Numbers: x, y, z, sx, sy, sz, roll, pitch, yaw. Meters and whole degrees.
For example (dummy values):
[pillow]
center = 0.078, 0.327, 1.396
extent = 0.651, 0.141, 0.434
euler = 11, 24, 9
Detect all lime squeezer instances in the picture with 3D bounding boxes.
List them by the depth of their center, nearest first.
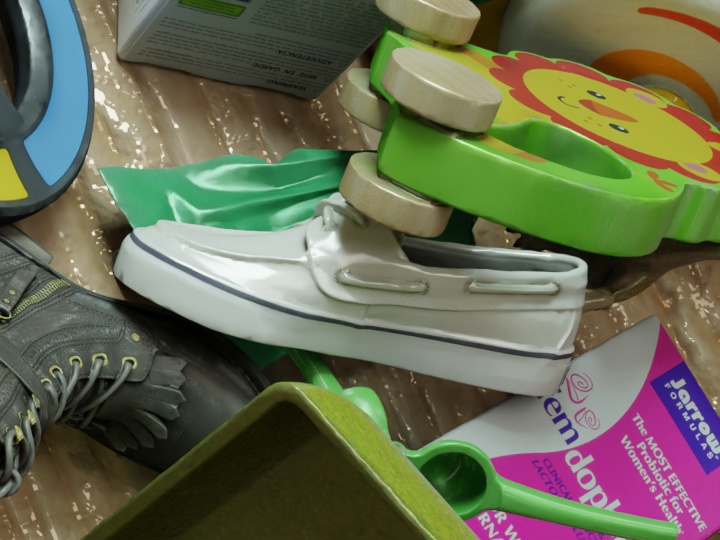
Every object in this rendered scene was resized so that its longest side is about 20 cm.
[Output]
[lime squeezer]
center = 0.026, 0.075, 0.807
extent = 0.199, 0.038, 0.071
euler = 26, 9, 24

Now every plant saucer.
[plant saucer]
center = -0.004, 0.145, 0.778
extent = 0.200, 0.200, 0.048
euler = 48, 43, -3

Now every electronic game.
[electronic game]
center = -0.182, -0.112, 0.832
extent = 0.200, 0.041, 0.201
euler = 39, 37, -38

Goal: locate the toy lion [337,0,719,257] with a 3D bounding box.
[toy lion]
center = 0.089, -0.055, 0.871
extent = 0.191, 0.069, 0.200
euler = 19, 20, -8

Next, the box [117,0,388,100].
[box]
center = -0.050, -0.202, 0.976
extent = 0.112, 0.101, 0.201
euler = 9, 63, -27

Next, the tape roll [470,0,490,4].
[tape roll]
center = 0.050, -0.234, 0.991
extent = 0.048, 0.200, 0.202
euler = 6, 64, -28

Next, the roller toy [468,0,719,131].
[roller toy]
center = 0.166, -0.121, 1.018
extent = 0.200, 0.182, 0.140
euler = 35, 54, -13

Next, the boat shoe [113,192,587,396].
[boat shoe]
center = 0.000, 0.000, 0.836
extent = 0.199, 0.072, 0.066
euler = 14, 103, -8

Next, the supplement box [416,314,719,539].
[supplement box]
center = 0.069, 0.114, 0.896
extent = 0.199, 0.103, 0.102
euler = -27, 81, -39

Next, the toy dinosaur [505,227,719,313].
[toy dinosaur]
center = 0.120, -0.007, 0.923
extent = 0.101, 0.200, 0.059
euler = -10, 90, -29

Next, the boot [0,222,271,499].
[boot]
center = -0.125, 0.051, 0.772
extent = 0.199, 0.069, 0.174
euler = 30, 14, -5

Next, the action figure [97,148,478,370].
[action figure]
center = -0.015, -0.014, 0.936
extent = 0.199, 0.055, 0.119
euler = -17, 75, -32
